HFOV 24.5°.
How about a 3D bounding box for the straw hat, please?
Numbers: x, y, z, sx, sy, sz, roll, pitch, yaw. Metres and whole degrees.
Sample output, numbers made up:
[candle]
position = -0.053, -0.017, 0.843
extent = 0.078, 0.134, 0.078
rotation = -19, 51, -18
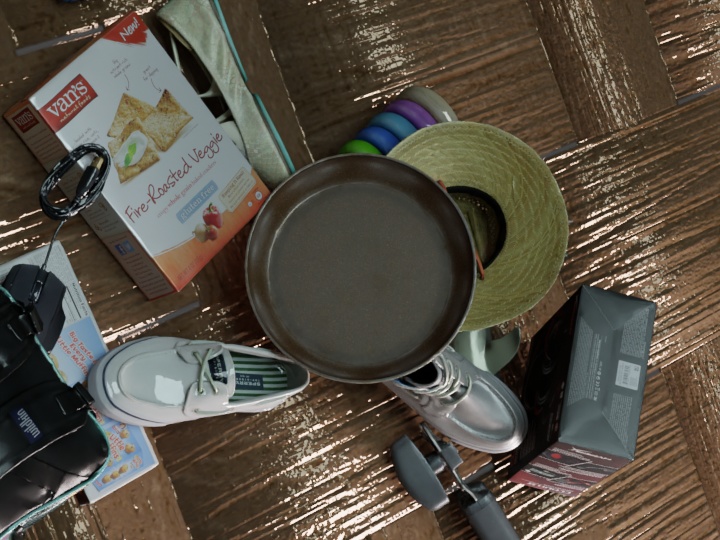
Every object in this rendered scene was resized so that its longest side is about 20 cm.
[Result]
[straw hat]
position = 0.082, -0.030, 1.500
extent = 0.198, 0.085, 0.204
rotation = 2, 76, -8

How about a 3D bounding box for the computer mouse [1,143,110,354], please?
[computer mouse]
position = -0.243, -0.008, 1.295
extent = 0.058, 0.034, 0.202
rotation = 22, 80, -15

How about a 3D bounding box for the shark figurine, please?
[shark figurine]
position = 0.121, 0.045, 1.557
extent = 0.089, 0.127, 0.217
rotation = -1, 105, -74

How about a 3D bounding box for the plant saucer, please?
[plant saucer]
position = 0.000, 0.000, 1.417
extent = 0.197, 0.032, 0.203
rotation = 1, 74, -2

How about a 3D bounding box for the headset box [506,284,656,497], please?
[headset box]
position = 0.200, 0.118, 1.537
extent = 0.074, 0.200, 0.150
rotation = 14, 71, -5

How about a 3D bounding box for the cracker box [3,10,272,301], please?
[cracker box]
position = -0.183, -0.095, 1.386
extent = 0.201, 0.057, 0.134
rotation = 52, 56, -14

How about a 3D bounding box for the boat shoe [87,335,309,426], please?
[boat shoe]
position = -0.129, 0.084, 1.366
extent = 0.199, 0.066, 0.075
rotation = -3, 77, -45

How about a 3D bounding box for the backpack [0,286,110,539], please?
[backpack]
position = -0.310, 0.129, 1.189
extent = 0.200, 0.153, 0.177
rotation = -39, 101, -44

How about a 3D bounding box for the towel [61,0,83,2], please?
[towel]
position = -0.197, -0.311, 1.427
extent = 0.199, 0.048, 0.113
rotation = -32, 100, -36

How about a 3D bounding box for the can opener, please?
[can opener]
position = 0.096, 0.229, 1.535
extent = 0.066, 0.053, 0.201
rotation = -32, 102, -3

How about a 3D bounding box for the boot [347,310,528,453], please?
[boot]
position = 0.065, 0.101, 1.465
extent = 0.199, 0.096, 0.074
rotation = 32, 91, -2

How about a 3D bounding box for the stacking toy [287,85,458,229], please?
[stacking toy]
position = 0.003, -0.085, 1.509
extent = 0.200, 0.085, 0.086
rotation = -39, 103, -30

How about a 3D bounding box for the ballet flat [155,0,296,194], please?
[ballet flat]
position = -0.120, -0.148, 1.452
extent = 0.062, 0.067, 0.202
rotation = -25, 92, -8

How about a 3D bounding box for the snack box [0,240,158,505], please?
[snack box]
position = -0.234, 0.082, 1.333
extent = 0.072, 0.024, 0.202
rotation = -27, 96, -37
